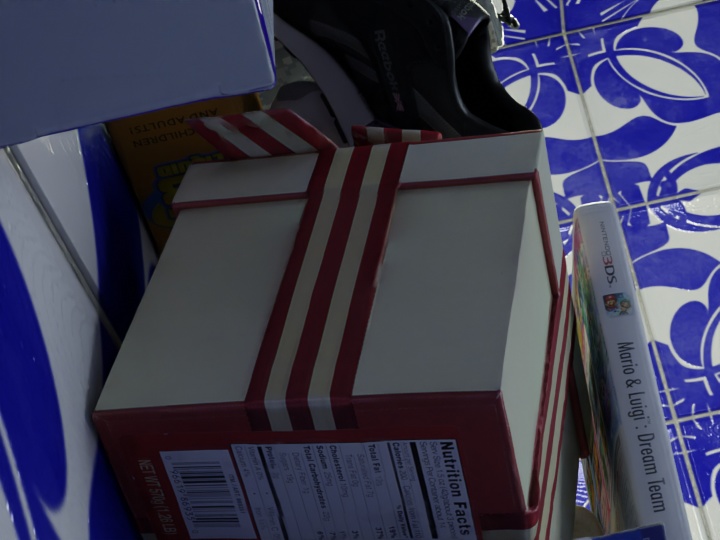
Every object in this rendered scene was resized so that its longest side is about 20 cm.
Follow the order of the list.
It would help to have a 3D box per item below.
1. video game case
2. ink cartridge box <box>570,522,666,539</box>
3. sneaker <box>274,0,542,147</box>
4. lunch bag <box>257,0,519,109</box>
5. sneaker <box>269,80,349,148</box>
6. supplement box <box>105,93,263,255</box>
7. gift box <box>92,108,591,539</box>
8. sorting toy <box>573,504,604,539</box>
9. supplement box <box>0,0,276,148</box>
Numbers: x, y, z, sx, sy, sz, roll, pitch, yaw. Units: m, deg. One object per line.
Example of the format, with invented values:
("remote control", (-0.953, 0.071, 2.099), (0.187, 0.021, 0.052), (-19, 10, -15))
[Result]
("video game case", (0.126, 0.098, 0.748), (0.201, 0.023, 0.183), (78, 4, -56))
("ink cartridge box", (0.025, 0.161, 0.576), (0.039, 0.198, 0.100), (-95, 170, -68))
("sneaker", (0.014, -0.119, 0.709), (0.201, 0.087, 0.076), (55, 42, -13))
("lunch bag", (-0.033, -0.165, 0.819), (0.139, 0.199, 0.169), (-94, 165, -80))
("sneaker", (0.000, 0.000, 0.787), (0.080, 0.070, 0.201), (-44, 122, -33))
("supplement box", (-0.083, -0.076, 0.746), (0.201, 0.066, 0.069), (73, 6, -50))
("gift box", (-0.009, 0.045, 0.663), (0.187, 0.198, 0.186), (-73, 159, -50))
("sorting toy", (0.038, 0.218, 0.681), (0.036, 0.184, 0.202), (66, 10, -73))
("supplement box", (-0.089, -0.137, 0.560), (0.200, 0.100, 0.104), (-96, 173, -59))
